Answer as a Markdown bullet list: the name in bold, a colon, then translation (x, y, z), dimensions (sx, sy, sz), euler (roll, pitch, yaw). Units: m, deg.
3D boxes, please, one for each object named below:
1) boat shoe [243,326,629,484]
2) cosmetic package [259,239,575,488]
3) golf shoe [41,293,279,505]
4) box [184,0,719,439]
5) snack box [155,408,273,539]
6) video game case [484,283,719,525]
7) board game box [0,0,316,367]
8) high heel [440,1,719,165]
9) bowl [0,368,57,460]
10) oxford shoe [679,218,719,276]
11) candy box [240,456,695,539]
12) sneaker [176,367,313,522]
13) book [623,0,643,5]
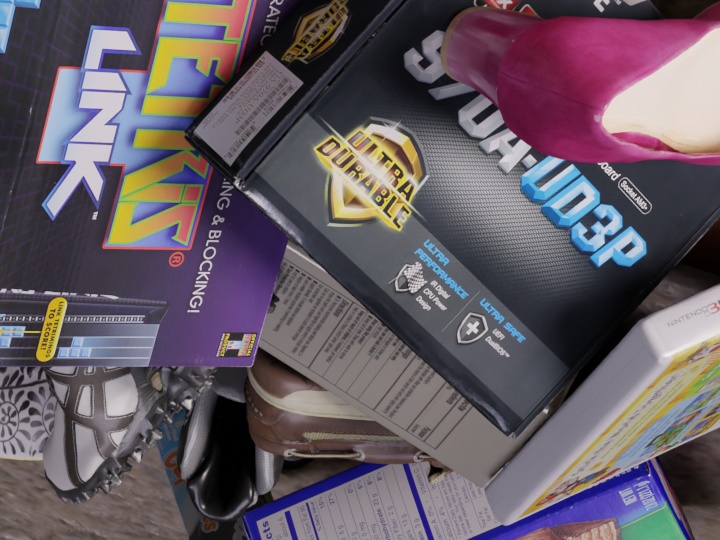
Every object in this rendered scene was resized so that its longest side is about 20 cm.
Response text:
- **boat shoe**: translation (0.044, 0.060, 1.345), dimensions (0.201, 0.075, 0.075), euler (6, 131, -10)
- **cosmetic package**: translation (0.000, 0.000, 1.247), dimensions (0.200, 0.071, 0.105), euler (33, 152, -3)
- **golf shoe**: translation (-0.109, 0.030, 1.259), dimensions (0.094, 0.078, 0.200), euler (39, 142, -2)
- **box**: translation (0.050, -0.048, 1.095), dimensions (0.200, 0.159, 0.046), euler (44, 179, -42)
- **snack box**: translation (-0.054, 0.167, 1.516), dimensions (0.037, 0.200, 0.116), euler (-24, 144, 3)
- **video game case**: translation (0.158, 0.034, 1.208), dimensions (0.181, 0.023, 0.200), euler (-22, 165, -24)
- **board game box**: translation (-0.096, -0.062, 1.059), dimensions (0.165, 0.201, 0.057), euler (1, -153, -31)
- **high heel**: translation (0.132, -0.063, 1.039), dimensions (0.199, 0.068, 0.096), euler (9, -165, -34)
- **bowl**: translation (-0.194, 0.004, 1.381), dimensions (0.200, 0.095, 0.201), euler (12, 152, 6)
- **oxford shoe**: translation (0.104, -0.021, 1.207), dimensions (0.199, 0.072, 0.071), euler (18, 151, -10)
- **candy box**: translation (0.064, 0.150, 1.447), dimensions (0.199, 0.077, 0.169), euler (-23, 143, 7)
- **sneaker**: translation (-0.059, 0.080, 1.429), dimensions (0.075, 0.116, 0.200), euler (11, 152, 9)
- **book**: translation (0.065, -0.174, 0.943), dimensions (0.200, 0.048, 0.133), euler (34, 138, -28)
